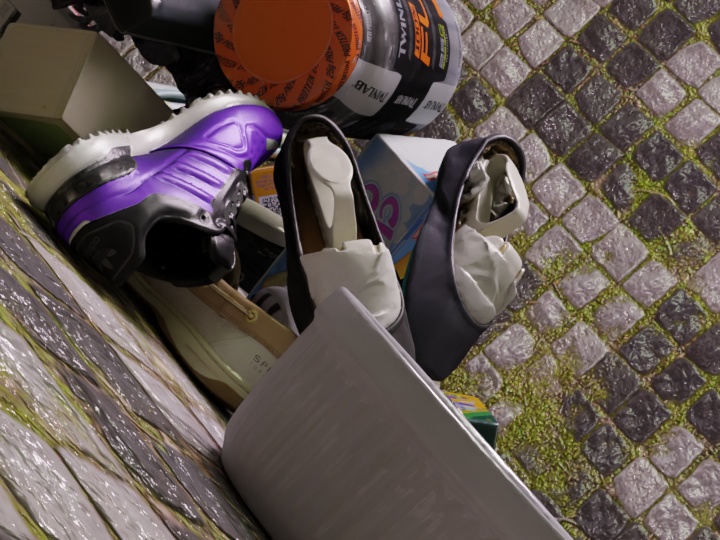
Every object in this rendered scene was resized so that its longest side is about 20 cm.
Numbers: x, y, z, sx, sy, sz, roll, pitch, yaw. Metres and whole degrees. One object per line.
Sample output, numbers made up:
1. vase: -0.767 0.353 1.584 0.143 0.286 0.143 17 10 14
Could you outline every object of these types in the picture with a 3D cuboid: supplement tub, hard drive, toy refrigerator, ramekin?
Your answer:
1. supplement tub: -0.015 -0.151 1.318 0.123 0.123 0.200 48 16 12
2. hard drive: -0.129 -0.213 1.301 0.140 0.033 0.200 66 18 8
3. toy refrigerator: -0.163 -0.078 1.300 0.075 0.070 0.200 10 -21 29
4. ramekin: 0.019 0.116 0.995 0.200 0.105 0.200 48 0 0

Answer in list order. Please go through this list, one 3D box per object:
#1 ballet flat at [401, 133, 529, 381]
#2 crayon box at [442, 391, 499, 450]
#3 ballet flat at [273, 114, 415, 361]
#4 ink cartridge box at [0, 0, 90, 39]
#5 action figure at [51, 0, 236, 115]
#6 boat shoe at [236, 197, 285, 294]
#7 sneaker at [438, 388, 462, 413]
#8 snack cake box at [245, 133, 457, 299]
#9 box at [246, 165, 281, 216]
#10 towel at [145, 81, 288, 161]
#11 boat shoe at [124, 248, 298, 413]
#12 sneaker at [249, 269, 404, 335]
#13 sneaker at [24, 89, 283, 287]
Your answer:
1. ballet flat: 0.072 -0.017 1.257 0.073 0.073 0.201 47 37 -28
2. crayon box: 0.037 0.123 1.586 0.125 0.052 0.200 9 2 -2
3. ballet flat: -0.015 -0.011 1.180 0.069 0.067 0.201 99 -24 -54
4. ink cartridge box: -0.274 -0.201 1.382 0.200 0.083 0.147 48 1 -22
5. action figure: -0.137 -0.159 1.361 0.200 0.069 0.131 38 24 -45
6. boat shoe: -0.139 -0.041 1.448 0.198 0.067 0.074 26 10 11
7. sneaker: 0.053 0.174 1.369 0.089 0.076 0.201 114 -43 -68
8. snack cake box: 0.000 0.000 1.402 0.067 0.200 0.115 48 23 22
9. box: -0.057 0.017 1.579 0.119 0.041 0.202 -161 -117 -85
10. towel: -0.151 -0.121 1.563 0.199 0.049 0.171 7 6 -43
11. boat shoe: -0.102 0.006 1.212 0.200 0.066 0.074 49 0 34
12. sneaker: 0.005 0.063 1.286 0.075 0.115 0.201 54 -12 35
13. sneaker: -0.101 -0.038 1.161 0.100 0.070 0.200 50 38 12
